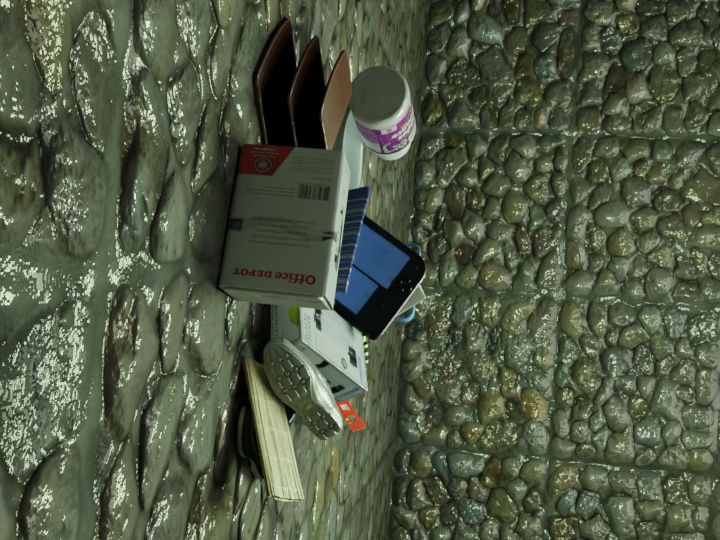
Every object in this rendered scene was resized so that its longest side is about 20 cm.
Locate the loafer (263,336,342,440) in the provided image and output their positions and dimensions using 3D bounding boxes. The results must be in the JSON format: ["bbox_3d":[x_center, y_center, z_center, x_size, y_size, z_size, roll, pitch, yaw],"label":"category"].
[{"bbox_3d":[-0.089,0.174,1.164,0.070,0.069,0.202,-108,172,-59],"label":"loafer"}]

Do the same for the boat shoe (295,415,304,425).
[{"bbox_3d":[-0.094,0.250,1.464,0.072,0.069,0.201,-62,176,3],"label":"boat shoe"}]

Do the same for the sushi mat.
[{"bbox_3d":[-0.125,0.231,1.102,0.096,0.012,0.203,37,34,-61],"label":"sushi mat"}]

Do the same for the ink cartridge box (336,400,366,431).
[{"bbox_3d":[-0.039,0.206,1.460,0.202,0.047,0.160,57,3,12],"label":"ink cartridge box"}]

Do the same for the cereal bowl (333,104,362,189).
[{"bbox_3d":[-0.052,-0.207,1.428,0.200,0.081,0.205,4,90,-81],"label":"cereal bowl"}]

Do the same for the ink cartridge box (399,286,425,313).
[{"bbox_3d":[0.019,0.053,1.482,0.084,0.198,0.147,57,6,-13],"label":"ink cartridge box"}]

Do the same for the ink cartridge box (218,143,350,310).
[{"bbox_3d":[-0.098,-0.057,1.029,0.083,0.144,0.204,68,29,-74],"label":"ink cartridge box"}]

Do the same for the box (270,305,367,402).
[{"bbox_3d":[-0.066,0.119,1.245,0.200,0.059,0.118,45,30,-43],"label":"box"}]

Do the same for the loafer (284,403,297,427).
[{"bbox_3d":[-0.108,0.168,1.251,0.202,0.074,0.070,-75,179,-49],"label":"loafer"}]

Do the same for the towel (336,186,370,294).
[{"bbox_3d":[-0.056,-0.046,1.298,0.024,0.143,0.203,36,57,-42],"label":"towel"}]

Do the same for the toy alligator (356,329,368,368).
[{"bbox_3d":[-0.012,0.120,1.385,0.059,0.053,0.205,4,-82,59],"label":"toy alligator"}]

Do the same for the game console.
[{"bbox_3d":[0.000,0.000,1.347,0.177,0.199,0.031,-50,169,-24],"label":"game console"}]

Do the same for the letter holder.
[{"bbox_3d":[-0.083,-0.285,1.163,0.202,0.098,0.144,-76,164,-47],"label":"letter holder"}]

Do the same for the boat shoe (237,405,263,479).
[{"bbox_3d":[-0.142,0.267,1.154,0.202,0.061,0.076,83,17,-49],"label":"boat shoe"}]

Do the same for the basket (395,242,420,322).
[{"bbox_3d":[0.027,0.022,1.648,0.140,0.196,0.179,77,19,-62],"label":"basket"}]

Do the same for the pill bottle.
[{"bbox_3d":[0.045,-0.280,1.408,0.200,0.110,0.115,56,39,-73],"label":"pill bottle"}]
